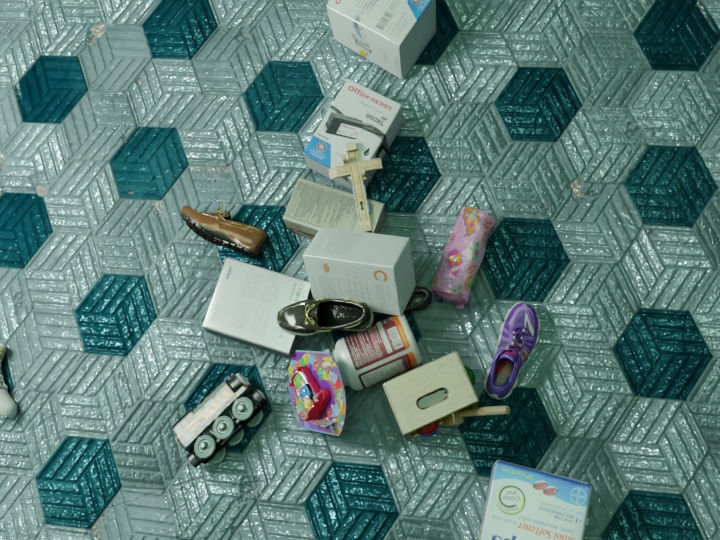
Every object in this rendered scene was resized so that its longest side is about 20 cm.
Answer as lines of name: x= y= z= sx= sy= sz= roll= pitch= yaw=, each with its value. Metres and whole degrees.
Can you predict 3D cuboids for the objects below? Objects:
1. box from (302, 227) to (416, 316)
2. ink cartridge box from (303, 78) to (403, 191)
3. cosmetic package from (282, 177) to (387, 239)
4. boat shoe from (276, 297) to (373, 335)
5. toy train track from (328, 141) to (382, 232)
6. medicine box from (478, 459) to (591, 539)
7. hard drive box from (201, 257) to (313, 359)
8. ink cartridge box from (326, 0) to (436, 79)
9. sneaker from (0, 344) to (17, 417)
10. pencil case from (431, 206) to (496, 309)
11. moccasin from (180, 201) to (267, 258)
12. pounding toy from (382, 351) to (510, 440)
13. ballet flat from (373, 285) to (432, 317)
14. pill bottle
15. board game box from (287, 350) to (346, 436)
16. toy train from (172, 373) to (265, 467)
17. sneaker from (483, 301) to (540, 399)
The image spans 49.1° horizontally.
box: x=0.000 y=0.000 z=1.582 sx=0.196 sy=0.126 sz=0.098 roll=9 pitch=42 yaw=23
ink cartridge box: x=-0.013 y=-0.292 z=1.720 sx=0.143 sy=0.084 sz=0.202 roll=27 pitch=79 yaw=13
cosmetic package: x=-0.052 y=-0.110 z=1.673 sx=0.197 sy=0.087 sz=0.105 roll=19 pitch=76 yaw=13
boat shoe: x=-0.076 y=0.086 z=1.552 sx=0.197 sy=0.061 sz=0.073 roll=-3 pitch=73 yaw=11
toy train track: x=-0.005 y=-0.176 z=1.623 sx=0.112 sy=0.033 sz=0.204 roll=-11 pitch=73 yaw=4
medicine box: x=0.316 y=0.475 z=1.459 sx=0.178 sy=0.103 sz=0.204 roll=12 pitch=76 yaw=10
hard drive box: x=-0.208 y=0.080 z=1.646 sx=0.196 sy=0.077 sz=0.159 roll=16 pitch=77 yaw=11
ink cartridge box: x=0.049 y=-0.560 z=1.754 sx=0.198 sy=0.145 sz=0.148 roll=33 pitch=80 yaw=14
sneaker: x=-0.787 y=0.216 z=1.683 sx=0.198 sy=0.074 sz=0.117 roll=33 pitch=84 yaw=16
pencil case: x=0.213 y=-0.028 z=1.623 sx=0.086 sy=0.088 sz=0.203 roll=19 pitch=79 yaw=12
moccasin: x=-0.297 y=-0.098 z=1.709 sx=0.198 sy=0.074 sz=0.079 roll=20 pitch=69 yaw=15
pounding toy: x=0.161 y=0.250 z=1.497 sx=0.197 sy=0.184 sz=0.144 roll=-23 pitch=73 yaw=0
ballet flat: x=0.050 y=0.059 z=1.630 sx=0.196 sy=0.057 sz=0.068 roll=-9 pitch=72 yaw=4
pill bottle: x=0.016 y=0.172 z=1.576 sx=0.197 sy=0.110 sz=0.111 roll=-23 pitch=73 yaw=0
board game box: x=-0.102 y=0.239 z=1.536 sx=0.038 sy=0.198 sz=0.162 roll=-7 pitch=92 yaw=-38
toy train: x=-0.286 y=0.300 z=1.596 sx=0.200 sy=0.085 sz=0.114 roll=-44 pitch=65 yaw=-6
sneaker: x=0.305 y=0.158 z=1.558 sx=0.079 sy=0.084 sz=0.203 roll=18 pitch=77 yaw=11
